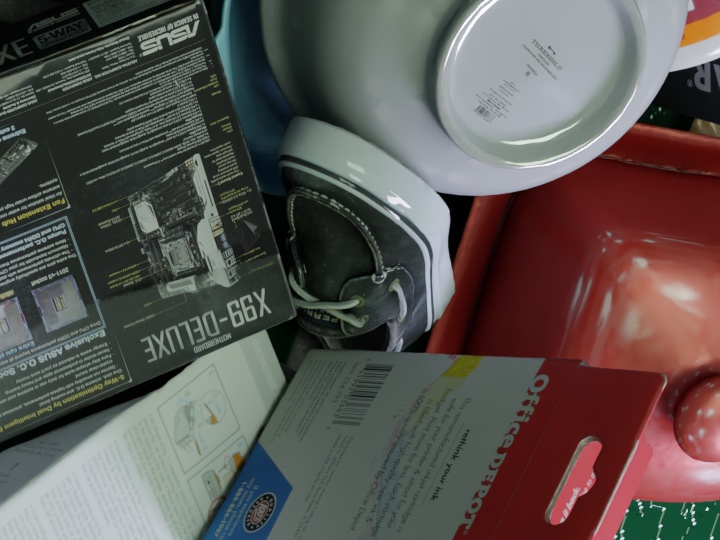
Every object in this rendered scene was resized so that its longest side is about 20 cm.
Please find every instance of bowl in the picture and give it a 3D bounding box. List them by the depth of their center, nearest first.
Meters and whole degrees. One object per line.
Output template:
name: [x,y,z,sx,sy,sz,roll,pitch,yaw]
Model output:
bowl: [0.063,-0.107,0.933,0.200,0.091,0.202,-9,124,-14]

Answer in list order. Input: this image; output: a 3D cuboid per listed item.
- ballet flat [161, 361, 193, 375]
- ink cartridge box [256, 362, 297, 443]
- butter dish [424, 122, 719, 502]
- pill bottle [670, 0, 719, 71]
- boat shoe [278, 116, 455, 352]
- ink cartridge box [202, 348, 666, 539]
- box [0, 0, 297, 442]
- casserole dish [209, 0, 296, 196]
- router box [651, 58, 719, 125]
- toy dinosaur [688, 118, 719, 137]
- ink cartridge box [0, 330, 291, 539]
ballet flat: [-0.090,-0.045,0.962,0.067,0.046,0.201,-14,111,-30]
ink cartridge box: [-0.072,0.153,1.020,0.200,0.067,0.117,-45,122,-15]
butter dish: [0.147,0.042,1.060,0.199,0.148,0.201,8,111,-23]
pill bottle: [0.129,-0.204,1.022,0.113,0.113,0.201,-36,121,-20]
boat shoe: [0.000,0.000,0.976,0.071,0.072,0.200,-60,157,-14]
ink cartridge box: [0.040,0.099,0.905,0.067,0.199,0.117,50,57,-35]
box: [-0.140,-0.017,0.901,0.199,0.050,0.159,-23,122,-11]
casserole dish: [0.006,-0.108,1.013,0.199,0.039,0.122,-17,115,-28]
router box: [0.258,-0.106,1.085,0.156,0.200,0.053,-17,114,-30]
toy dinosaur: [0.194,-0.042,1.158,0.199,0.058,0.102,-20,112,-5]
ink cartridge box: [-0.096,0.134,0.945,0.200,0.047,0.161,-38,118,-37]
